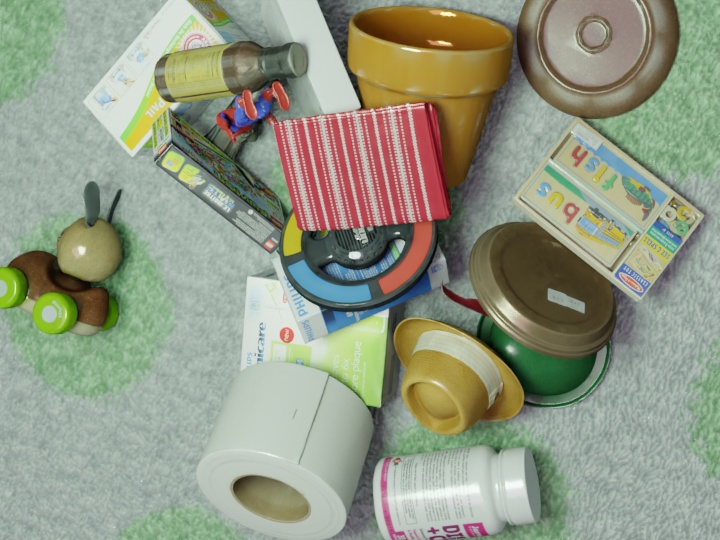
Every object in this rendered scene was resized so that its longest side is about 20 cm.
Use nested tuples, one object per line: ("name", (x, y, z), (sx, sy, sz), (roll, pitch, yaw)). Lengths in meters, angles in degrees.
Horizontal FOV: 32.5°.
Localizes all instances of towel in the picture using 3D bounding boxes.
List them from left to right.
("towel", (0.004, -0.120, 1.448), (0.197, 0.023, 0.146), (-4, 114, 20))

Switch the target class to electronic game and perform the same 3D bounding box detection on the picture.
("electronic game", (-0.003, -0.039, 1.502), (0.197, 0.042, 0.202), (-6, 57, 9))

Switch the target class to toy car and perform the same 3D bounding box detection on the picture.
("toy car", (-0.389, -0.026, 1.675), (0.156, 0.164, 0.202), (25, 94, 11))

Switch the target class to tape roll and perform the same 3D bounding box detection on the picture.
("tape roll", (-0.094, 0.234, 1.578), (0.200, 0.140, 0.204), (12, 141, 10))

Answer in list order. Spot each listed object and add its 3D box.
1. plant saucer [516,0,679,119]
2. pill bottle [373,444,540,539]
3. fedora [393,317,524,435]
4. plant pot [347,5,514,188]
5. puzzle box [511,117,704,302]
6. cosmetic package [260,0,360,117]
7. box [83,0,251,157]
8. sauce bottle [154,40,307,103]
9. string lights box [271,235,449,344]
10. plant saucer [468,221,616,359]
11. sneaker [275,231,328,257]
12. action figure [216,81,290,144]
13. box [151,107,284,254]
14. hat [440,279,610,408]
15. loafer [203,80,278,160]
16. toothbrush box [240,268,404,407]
("plant saucer", (0.285, -0.285, 1.499), (0.197, 0.037, 0.204), (3, 99, 17))
("pill bottle", (0.124, 0.285, 1.581), (0.197, 0.113, 0.115), (-10, 94, 17))
("fedora", (0.107, 0.146, 1.530), (0.199, 0.201, 0.082), (30, 62, 11))
("plant pot", (0.077, -0.205, 1.501), (0.197, 0.200, 0.186), (13, 117, 14))
("puzzle box", (0.300, -0.075, 1.503), (0.199, 0.025, 0.134), (38, 85, 8))
("cosmetic package", (-0.065, -0.265, 1.534), (0.051, 0.151, 0.202), (-22, 85, -7))
("box", (-0.248, -0.257, 1.620), (0.101, 0.112, 0.200), (46, 106, 5))
("sauce bottle", (-0.155, -0.241, 1.484), (0.198, 0.064, 0.066), (-1, 97, 30))
("string lights box", (0.000, 0.000, 1.539), (0.198, 0.059, 0.104), (-23, 57, -3))
("plant saucer", (0.224, 0.016, 1.478), (0.199, 0.200, 0.030), (39, 136, 8))
("sneaker", (-0.031, -0.072, 1.604), (0.198, 0.077, 0.081), (-27, 77, 16))
("action figure", (-0.136, -0.187, 1.498), (0.065, 0.200, 0.052), (-23, 97, -15))
("box", (-0.179, -0.113, 1.571), (0.035, 0.110, 0.199), (-43, 120, 15))
("hat", (0.198, 0.100, 1.500), (0.197, 0.176, 0.168), (11, 99, 15))
("loafer", (-0.165, -0.181, 1.638), (0.063, 0.072, 0.200), (39, 114, -12))
("toothbrush box", (-0.050, 0.086, 1.622), (0.197, 0.086, 0.148), (8, 99, 17))
